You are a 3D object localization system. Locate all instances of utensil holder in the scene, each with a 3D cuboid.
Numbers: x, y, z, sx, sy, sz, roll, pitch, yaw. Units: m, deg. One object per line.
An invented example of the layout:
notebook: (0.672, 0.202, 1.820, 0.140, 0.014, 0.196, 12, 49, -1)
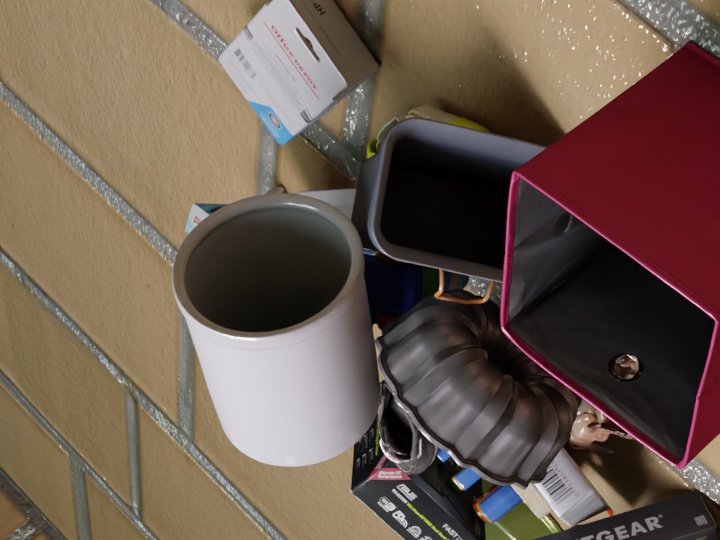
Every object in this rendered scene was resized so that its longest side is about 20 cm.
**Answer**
utensil holder: (-0.068, 0.059, 1.609, 0.170, 0.170, 0.200, 34, 152, 34)

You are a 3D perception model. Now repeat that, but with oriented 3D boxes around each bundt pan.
bundt pan: (0.114, 0.095, 1.587, 0.202, 0.202, 0.076, 47, 116, 11)

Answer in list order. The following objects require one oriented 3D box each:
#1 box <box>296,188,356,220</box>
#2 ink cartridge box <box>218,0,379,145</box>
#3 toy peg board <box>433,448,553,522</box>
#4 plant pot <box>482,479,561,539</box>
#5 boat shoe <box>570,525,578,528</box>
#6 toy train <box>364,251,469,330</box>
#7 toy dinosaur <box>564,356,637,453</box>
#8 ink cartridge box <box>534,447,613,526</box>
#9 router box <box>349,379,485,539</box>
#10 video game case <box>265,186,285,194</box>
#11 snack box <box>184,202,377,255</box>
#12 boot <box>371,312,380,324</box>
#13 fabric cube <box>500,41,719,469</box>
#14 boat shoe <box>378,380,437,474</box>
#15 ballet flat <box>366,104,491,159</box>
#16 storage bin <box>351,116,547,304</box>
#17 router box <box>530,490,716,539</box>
box: (0.021, -0.049, 1.783, 0.200, 0.122, 0.048, 2, 82, 58)
ink cartridge box: (-0.056, -0.213, 1.760, 0.116, 0.067, 0.200, 55, 155, -3)
toy peg board: (0.109, 0.183, 1.832, 0.200, 0.098, 0.199, 50, -169, 6)
plant pot: (0.124, 0.366, 2.043, 0.200, 0.190, 0.200, 38, 150, 27)
boat shoe: (0.263, 0.314, 1.884, 0.072, 0.068, 0.200, 57, 153, -4)
toy train: (0.000, 0.000, 1.748, 0.200, 0.116, 0.085, 10, 105, 36)
toy dinosaur: (0.265, 0.113, 1.619, 0.200, 0.086, 0.136, 6, 128, 51)
ink cartridge box: (0.181, 0.185, 1.774, 0.160, 0.047, 0.200, 53, -179, 21)
router box: (0.065, 0.221, 1.943, 0.150, 0.062, 0.200, 44, -160, -18)
video game case: (-0.104, 0.032, 2.002, 0.022, 0.200, 0.182, -9, 117, 37)
snack box: (-0.075, -0.030, 1.883, 0.116, 0.200, 0.037, 35, 113, 37)
boot: (-0.050, 0.056, 1.928, 0.155, 0.200, 0.074, 17, 126, 38)
fabric cube: (0.247, -0.012, 1.358, 0.196, 0.199, 0.200, 38, 150, 27)
boat shoe: (0.039, 0.145, 1.707, 0.067, 0.057, 0.200, 45, 152, 23)
ballet flat: (0.057, -0.122, 1.695, 0.200, 0.067, 0.067, -20, 92, 64)
storage bin: (0.086, -0.043, 1.588, 0.134, 0.200, 0.146, 168, 112, -71)
router box: (0.253, 0.313, 1.755, 0.052, 0.200, 0.157, -111, 6, -49)
